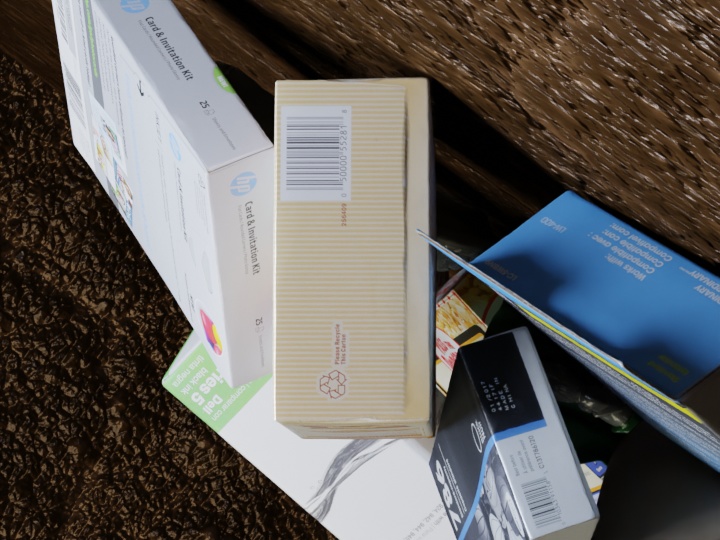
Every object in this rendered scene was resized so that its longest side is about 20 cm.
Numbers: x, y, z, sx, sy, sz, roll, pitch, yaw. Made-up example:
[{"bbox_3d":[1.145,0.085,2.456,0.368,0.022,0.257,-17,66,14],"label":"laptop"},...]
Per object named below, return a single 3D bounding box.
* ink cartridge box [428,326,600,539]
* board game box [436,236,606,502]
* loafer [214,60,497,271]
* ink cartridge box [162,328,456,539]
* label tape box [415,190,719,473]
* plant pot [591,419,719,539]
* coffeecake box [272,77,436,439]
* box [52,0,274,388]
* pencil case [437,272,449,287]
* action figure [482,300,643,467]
[{"bbox_3d":[0.069,0.110,1.416,0.200,0.039,0.100,95,156,-66],"label":"ink cartridge box"},{"bbox_3d":[0.114,0.081,1.631,0.200,0.046,0.151,46,163,-2],"label":"board game box"},{"bbox_3d":[-0.010,-0.058,1.623,0.199,0.070,0.075,23,161,-18],"label":"loafer"},{"bbox_3d":[-0.003,0.079,1.759,0.200,0.084,0.146,42,-157,-6],"label":"ink cartridge box"},{"bbox_3d":[0.136,0.030,1.307,0.144,0.063,0.200,34,176,44],"label":"label tape box"},{"bbox_3d":[0.184,0.160,1.437,0.200,0.200,0.174,37,-149,-28],"label":"plant pot"},{"bbox_3d":[0.000,0.000,1.407,0.073,0.154,0.200,-1,174,2],"label":"coffeecake box"},{"bbox_3d":[-0.097,-0.063,1.498,0.200,0.041,0.156,56,160,39],"label":"box"},{"bbox_3d":[0.007,-0.007,1.906,0.085,0.084,0.200,0,169,9],"label":"pencil case"},{"bbox_3d":[0.154,0.068,1.528,0.199,0.119,0.055,28,168,-21],"label":"action figure"}]
